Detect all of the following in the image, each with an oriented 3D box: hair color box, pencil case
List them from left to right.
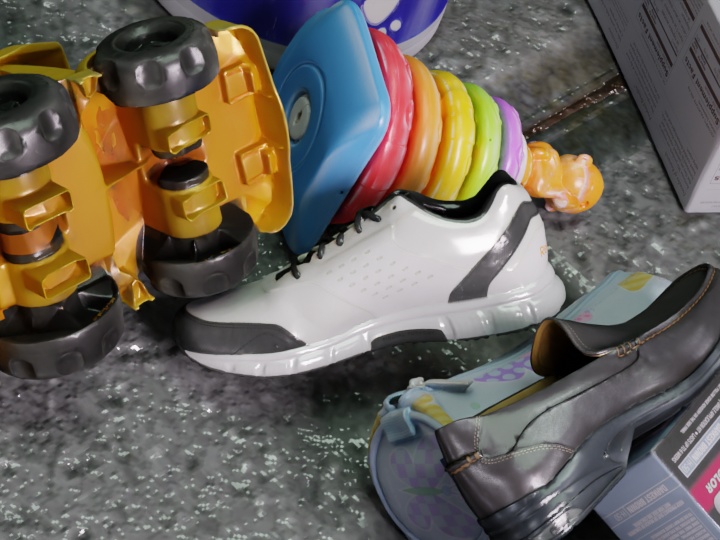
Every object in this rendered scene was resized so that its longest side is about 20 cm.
[{"bbox_3d":[0.094,0.071,1.180,0.199,0.083,0.091,-26,77,-38],"label":"pencil case"},{"bbox_3d":[0.211,0.146,1.125,0.200,0.061,0.099,49,47,-1],"label":"hair color box"}]

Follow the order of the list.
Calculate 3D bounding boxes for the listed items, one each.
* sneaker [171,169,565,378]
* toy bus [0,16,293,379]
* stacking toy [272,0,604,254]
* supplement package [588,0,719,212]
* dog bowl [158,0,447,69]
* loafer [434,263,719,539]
[{"bbox_3d":[0.000,0.000,1.178,0.199,0.081,0.074,-13,19,-3],"label":"sneaker"},{"bbox_3d":[-0.161,-0.053,1.163,0.199,0.136,0.192,-28,32,-28],"label":"toy bus"},{"bbox_3d":[0.052,-0.066,1.297,0.199,0.116,0.110,11,42,-27],"label":"stacking toy"},{"bbox_3d":[0.250,-0.144,1.427,0.155,0.111,0.201,-1,49,-21],"label":"supplement package"},{"bbox_3d":[-0.034,-0.212,1.408,0.199,0.079,0.201,10,45,-11],"label":"dog bowl"},{"bbox_3d":[0.113,0.049,1.103,0.072,0.073,0.200,51,51,-5],"label":"loafer"}]
